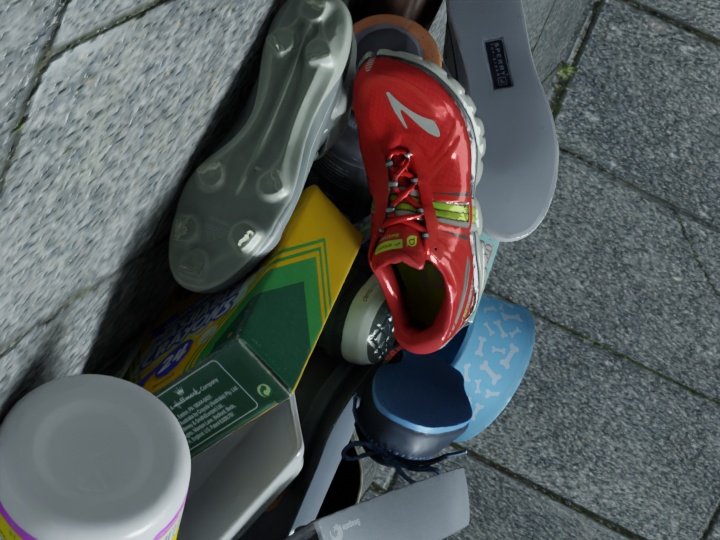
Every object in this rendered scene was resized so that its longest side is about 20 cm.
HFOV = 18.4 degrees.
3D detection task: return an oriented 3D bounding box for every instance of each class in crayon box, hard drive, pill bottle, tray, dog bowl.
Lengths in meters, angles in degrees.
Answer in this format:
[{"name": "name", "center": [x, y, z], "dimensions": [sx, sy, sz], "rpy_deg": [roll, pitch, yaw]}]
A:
[{"name": "crayon box", "center": [-0.073, 0.028, 1.340], "dimensions": [0.126, 0.052, 0.200], "rpy_deg": [-34, -162, 32]}, {"name": "hard drive", "center": [-0.016, 0.177, 1.361], "dimensions": [0.135, 0.042, 0.200], "rpy_deg": [-34, 169, 25]}, {"name": "pill bottle", "center": [-0.155, 0.150, 1.220], "dimensions": [0.104, 0.104, 0.200], "rpy_deg": [-59, 172, -37]}, {"name": "tray", "center": [-0.094, 0.145, 1.325], "dimensions": [0.200, 0.022, 0.107], "rpy_deg": [-48, -152, 21]}, {"name": "pill bottle", "center": [0.009, -0.097, 1.539], "dimensions": [0.106, 0.106, 0.200], "rpy_deg": [-61, 173, -25]}, {"name": "dog bowl", "center": [0.053, 0.058, 1.637], "dimensions": [0.112, 0.050, 0.200], "rpy_deg": [-62, -156, -6]}]

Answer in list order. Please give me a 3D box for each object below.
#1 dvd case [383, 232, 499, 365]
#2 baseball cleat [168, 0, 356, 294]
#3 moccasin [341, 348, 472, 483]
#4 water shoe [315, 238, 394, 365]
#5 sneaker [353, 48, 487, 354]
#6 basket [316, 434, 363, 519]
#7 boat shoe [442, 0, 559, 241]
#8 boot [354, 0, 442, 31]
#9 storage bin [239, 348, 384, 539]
[{"name": "dvd case", "center": [0.040, 0.005, 1.622], "dimensions": [0.200, 0.022, 0.146], "rpy_deg": [-34, -150, 53]}, {"name": "baseball cleat", "center": [-0.047, -0.067, 1.336], "dimensions": [0.200, 0.070, 0.106], "rpy_deg": [-63, 161, -9]}, {"name": "moccasin", "center": [0.034, 0.103, 1.457], "dimensions": [0.068, 0.080, 0.200], "rpy_deg": [-61, 173, 10]}, {"name": "water shoe", "center": [0.000, 0.000, 1.493], "dimensions": [0.200, 0.079, 0.072], "rpy_deg": [-52, 155, -69]}, {"name": "sneaker", "center": [0.035, -0.038, 1.354], "dimensions": [0.085, 0.077, 0.200], "rpy_deg": [-57, 140, -52]}, {"name": "basket", "center": [-0.073, 0.150, 1.717], "dimensions": [0.180, 0.136, 0.200], "rpy_deg": [-32, -175, 9]}, {"name": "boat shoe", "center": [0.097, -0.114, 1.555], "dimensions": [0.065, 0.073, 0.200], "rpy_deg": [100, -12, -77]}, {"name": "boot", "center": [0.062, -0.246, 1.563], "dimensions": [0.186, 0.064, 0.200], "rpy_deg": [-44, 160, -33]}, {"name": "storage bin", "center": [-0.089, 0.123, 1.486], "dimensions": [0.200, 0.134, 0.146], "rpy_deg": [-69, 172, 29]}]
